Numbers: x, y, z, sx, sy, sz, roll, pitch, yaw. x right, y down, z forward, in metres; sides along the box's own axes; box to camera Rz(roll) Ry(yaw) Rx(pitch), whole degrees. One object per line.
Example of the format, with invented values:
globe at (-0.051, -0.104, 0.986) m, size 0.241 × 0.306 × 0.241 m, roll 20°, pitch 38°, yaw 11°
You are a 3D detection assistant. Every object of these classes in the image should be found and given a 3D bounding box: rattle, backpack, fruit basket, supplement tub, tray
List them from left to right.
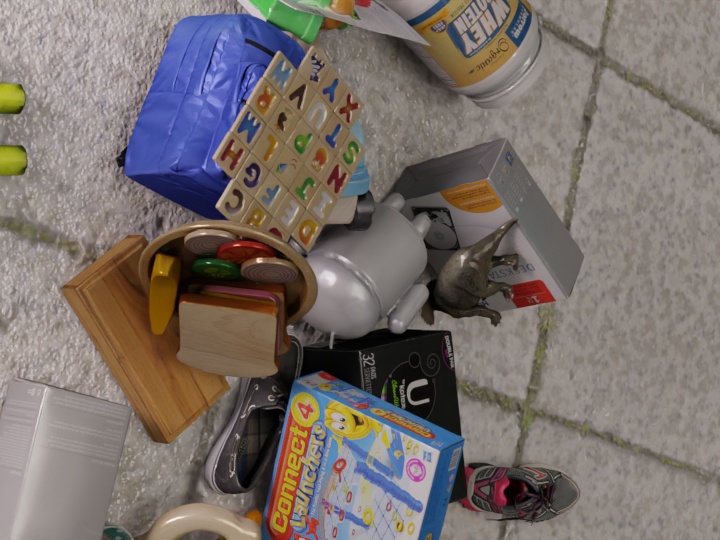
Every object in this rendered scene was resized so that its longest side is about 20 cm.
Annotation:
tray at (-0.224, 0.073, 1.534) m, size 0.099 × 0.037 × 0.201 m, roll -42°, pitch 115°, yaw -32°
rattle at (-0.205, 0.279, 1.548) m, size 0.198 × 0.143 × 0.131 m, roll 3°, pitch 127°, yaw -4°
backpack at (-0.128, -0.166, 1.531) m, size 0.162 × 0.167 × 0.201 m, roll 31°, pitch 69°, yaw -48°
fruit basket at (-0.043, -0.305, 1.614) m, size 0.199 × 0.185 × 0.094 m, roll 12°, pitch 117°, yaw -44°
supplement tub at (0.125, -0.305, 1.756) m, size 0.200 × 0.144 × 0.145 m, roll 41°, pitch 65°, yaw -32°

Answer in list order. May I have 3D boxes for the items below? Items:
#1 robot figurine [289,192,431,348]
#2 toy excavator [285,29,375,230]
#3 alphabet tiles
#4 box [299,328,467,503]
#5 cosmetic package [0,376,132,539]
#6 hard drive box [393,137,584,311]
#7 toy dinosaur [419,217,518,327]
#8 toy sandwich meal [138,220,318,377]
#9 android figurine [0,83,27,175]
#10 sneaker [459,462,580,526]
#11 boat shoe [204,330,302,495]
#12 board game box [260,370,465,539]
robot figurine at (0.000, 0.000, 1.672) m, size 0.169 × 0.113 × 0.200 m, roll 37°, pitch 60°, yaw 10°
toy excavator at (-0.047, -0.165, 1.619) m, size 0.099 × 0.194 × 0.201 m, roll 2°, pitch 114°, yaw -27°
alphabet tiles at (-0.068, -0.118, 1.471) m, size 0.166 × 0.006 × 0.201 m, roll 46°, pitch 65°, yaw -42°
box at (0.024, 0.178, 1.689) m, size 0.148 × 0.124 × 0.202 m, roll -10°, pitch 96°, yaw -39°
cosmetic package at (-0.308, 0.217, 1.432) m, size 0.106 × 0.090 × 0.201 m, roll 22°, pitch 79°, yaw -38°
hard drive box at (0.155, -0.048, 1.770) m, size 0.200 × 0.155 × 0.077 m, roll 51°, pitch 45°, yaw -27°
toy dinosaur at (0.128, 0.014, 1.717) m, size 0.102 × 0.200 × 0.077 m, roll 7°, pitch 55°, yaw -26°
toy sandwich meal at (-0.137, 0.030, 1.470) m, size 0.205 × 0.204 × 0.071 m, roll 36°, pitch 45°, yaw -34°
android figurine at (-0.410, -0.136, 1.372) m, size 0.199 × 0.041 × 0.184 m, roll -1°, pitch 91°, yaw -42°
sneaker at (0.217, 0.294, 1.885) m, size 0.199 × 0.074 × 0.081 m, roll 7°, pitch 86°, yaw -41°
boat shoe at (-0.106, 0.158, 1.613) m, size 0.070 × 0.066 × 0.201 m, roll 42°, pitch 64°, yaw -32°
board game box at (-0.002, 0.240, 1.579) m, size 0.056 × 0.195 × 0.201 m, roll -13°, pitch 120°, yaw -56°
